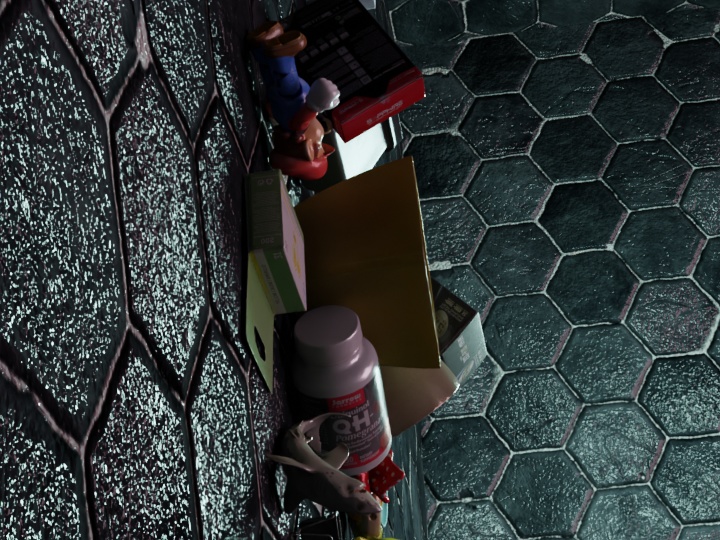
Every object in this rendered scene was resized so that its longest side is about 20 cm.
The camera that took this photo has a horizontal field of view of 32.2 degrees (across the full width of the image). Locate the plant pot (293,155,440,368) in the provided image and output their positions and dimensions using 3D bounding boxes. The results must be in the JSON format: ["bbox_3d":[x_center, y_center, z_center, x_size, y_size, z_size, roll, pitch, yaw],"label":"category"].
[{"bbox_3d":[0.000,0.000,1.602,0.201,0.174,0.202,-94,175,-48],"label":"plant pot"}]

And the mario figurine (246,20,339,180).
[{"bbox_3d":[-0.071,-0.203,1.509,0.124,0.105,0.202,-91,170,-54],"label":"mario figurine"}]

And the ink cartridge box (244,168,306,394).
[{"bbox_3d":[-0.092,0.013,1.368,0.146,0.047,0.202,75,9,-59],"label":"ink cartridge box"}]

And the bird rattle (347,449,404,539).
[{"bbox_3d":[0.002,0.336,1.816,0.163,0.111,0.203,-146,-136,-71],"label":"bird rattle"}]

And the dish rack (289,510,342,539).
[{"bbox_3d":[-0.050,0.371,1.371,0.200,0.054,0.155,-64,147,-78],"label":"dish rack"}]

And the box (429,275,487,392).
[{"bbox_3d":[0.082,0.069,1.849,0.199,0.086,0.164,38,-14,24],"label":"box"}]

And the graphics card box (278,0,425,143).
[{"bbox_3d":[-0.020,-0.265,1.591,0.201,0.125,0.051,53,-11,31],"label":"graphics card box"}]

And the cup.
[{"bbox_3d":[0.018,0.146,1.727,0.144,0.199,0.200,59,8,-3],"label":"cup"}]

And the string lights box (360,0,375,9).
[{"bbox_3d":[-0.024,-0.535,2.256,0.201,0.101,0.059,-87,168,-54],"label":"string lights box"}]

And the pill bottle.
[{"bbox_3d":[-0.027,0.146,1.542,0.111,0.109,0.202,-87,169,-55],"label":"pill bottle"}]

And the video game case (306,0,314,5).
[{"bbox_3d":[-0.029,-0.321,2.032,0.182,0.045,0.201,-90,155,-50],"label":"video game case"}]

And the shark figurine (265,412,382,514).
[{"bbox_3d":[-0.065,0.224,1.396,0.215,0.127,0.090,-125,-129,-66],"label":"shark figurine"}]

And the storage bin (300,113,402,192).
[{"bbox_3d":[-0.041,-0.203,1.732,0.135,0.144,0.201,-61,156,-28],"label":"storage bin"}]

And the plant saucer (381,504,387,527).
[{"bbox_3d":[0.016,0.330,2.102,0.200,0.035,0.203,-7,90,-84],"label":"plant saucer"}]
